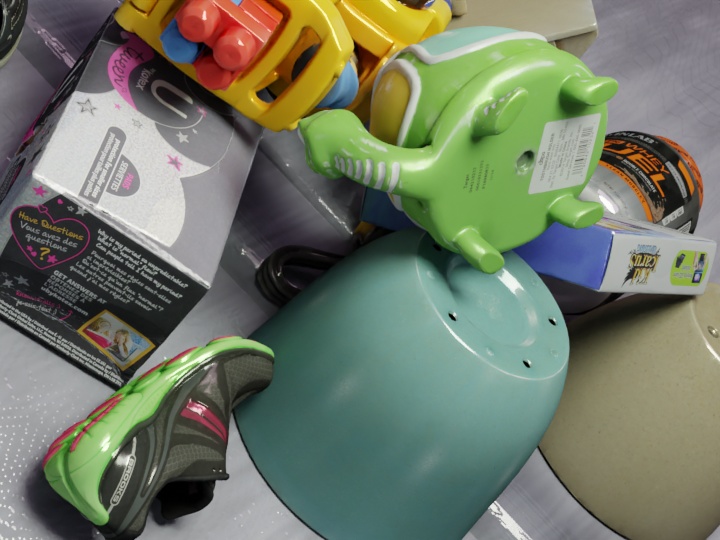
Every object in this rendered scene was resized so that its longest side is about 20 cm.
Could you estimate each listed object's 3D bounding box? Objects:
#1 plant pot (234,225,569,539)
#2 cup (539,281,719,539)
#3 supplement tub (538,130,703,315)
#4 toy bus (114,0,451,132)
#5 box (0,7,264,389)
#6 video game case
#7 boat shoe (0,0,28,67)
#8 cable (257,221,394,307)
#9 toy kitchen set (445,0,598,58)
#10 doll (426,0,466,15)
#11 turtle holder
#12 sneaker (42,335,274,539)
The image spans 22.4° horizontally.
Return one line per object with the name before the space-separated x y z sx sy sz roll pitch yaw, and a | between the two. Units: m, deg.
plant pot | 0.040 0.065 1.195 0.200 0.161 0.201 26 37 -22
cup | 0.243 0.092 1.388 0.200 0.143 0.201 26 38 -23
supplement tub | 0.206 -0.046 1.517 0.123 0.123 0.200 49 34 9
toy bus | -0.054 -0.158 1.168 0.200 0.136 0.192 37 29 -12
box | -0.154 -0.051 1.162 0.132 0.115 0.200 33 35 -15
video game case | 0.130 -0.028 1.311 0.199 0.046 0.181 18 7 32
boat shoe | -0.266 -0.173 1.222 0.074 0.066 0.200 40 34 -4
cable | 0.000 0.000 1.351 0.200 0.050 0.097 -31 93 -43
toy kitchen set | 0.113 -0.138 1.420 0.181 0.162 0.201 67 13 -46
doll | -0.022 -0.173 1.333 0.137 0.199 0.048 61 -6 15
turtle holder | 0.060 -0.078 1.138 0.185 0.141 0.132 -37 47 -16
sneaker | -0.113 0.102 1.093 0.084 0.077 0.200 60 37 -6
